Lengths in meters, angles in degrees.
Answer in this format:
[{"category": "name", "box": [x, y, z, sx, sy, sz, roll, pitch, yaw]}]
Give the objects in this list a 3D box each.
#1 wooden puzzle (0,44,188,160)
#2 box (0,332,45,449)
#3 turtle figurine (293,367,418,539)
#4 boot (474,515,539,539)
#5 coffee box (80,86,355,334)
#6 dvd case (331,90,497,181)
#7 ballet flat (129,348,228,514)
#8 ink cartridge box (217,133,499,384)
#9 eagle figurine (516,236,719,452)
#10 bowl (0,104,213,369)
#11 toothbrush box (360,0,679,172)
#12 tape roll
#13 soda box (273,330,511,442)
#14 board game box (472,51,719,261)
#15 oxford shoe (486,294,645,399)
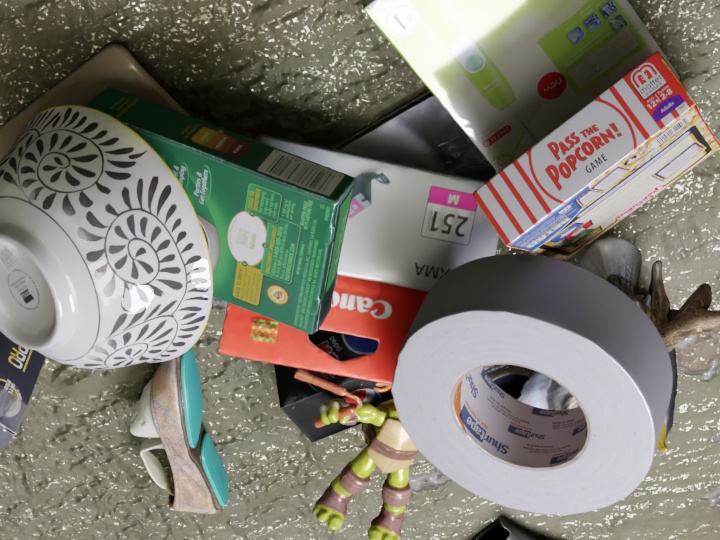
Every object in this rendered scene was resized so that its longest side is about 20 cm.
[{"category": "wooden puzzle", "box": [-0.188, -0.051, 1.069, 0.184, 0.037, 0.200, -32, 120, 19]}, {"category": "box", "box": [-0.320, 0.105, 1.091, 0.049, 0.162, 0.200, 39, 124, -22]}, {"category": "turtle figurine", "box": [0.017, 0.146, 1.155, 0.198, 0.065, 0.162, 15, 118, -19]}, {"category": "boot", "box": [0.135, 0.340, 1.405, 0.138, 0.078, 0.201, 31, 106, -22]}, {"category": "coffee box", "box": [-0.108, -0.044, 0.988, 0.198, 0.044, 0.124, 19, 128, 10]}, {"category": "dvd case", "box": [0.036, -0.056, 1.110, 0.199, 0.016, 0.149, -28, 126, 16]}, {"category": "ballet flat", "box": [-0.167, 0.146, 1.220, 0.066, 0.068, 0.201, -4, 127, 6]}, {"category": "ink cartridge box", "box": [0.000, 0.000, 1.065, 0.198, 0.044, 0.175, 11, 96, -10]}, {"category": "eagle figurine", "box": [0.215, 0.083, 1.116, 0.150, 0.152, 0.200, 19, 156, -1]}, {"category": "bowl", "box": [-0.207, -0.004, 0.962, 0.199, 0.094, 0.202, 18, 125, 29]}, {"category": "toothbrush box", "box": [0.107, -0.176, 0.971, 0.145, 0.086, 0.200, -35, 125, 12]}, {"category": "tape roll", "box": [0.125, 0.087, 1.017, 0.198, 0.066, 0.202, 13, 132, 15]}, {"category": "soda box", "box": [0.028, 0.073, 1.174, 0.198, 0.064, 0.071, -23, 140, 11]}, {"category": "board game box", "box": [0.173, -0.072, 0.972, 0.151, 0.047, 0.200, -37, 166, 14]}, {"category": "oxford shoe", "box": [0.170, 0.081, 1.193, 0.198, 0.074, 0.071, -21, 127, 7]}]
